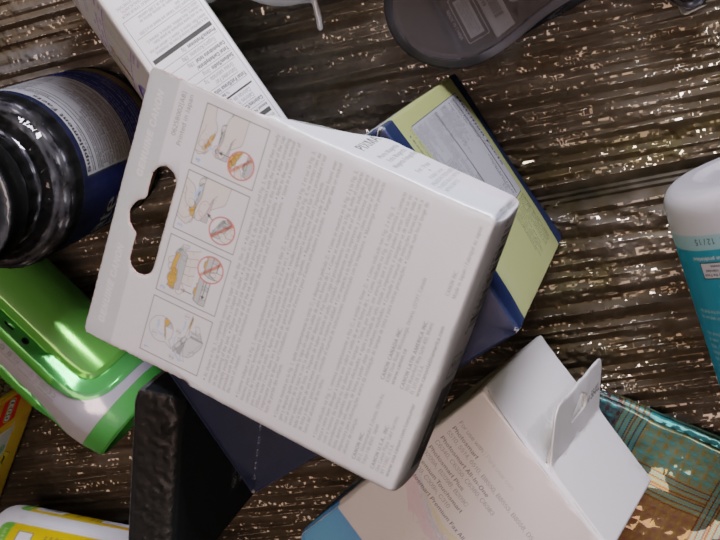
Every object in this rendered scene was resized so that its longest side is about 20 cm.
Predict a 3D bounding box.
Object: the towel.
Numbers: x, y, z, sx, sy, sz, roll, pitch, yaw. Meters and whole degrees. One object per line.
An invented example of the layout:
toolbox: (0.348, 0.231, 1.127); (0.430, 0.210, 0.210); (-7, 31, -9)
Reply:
towel: (0.220, 0.178, 0.878); (0.198, 0.022, 0.148); (23, 111, 9)

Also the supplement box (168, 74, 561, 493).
supplement box: (0.000, 0.000, 0.794); (0.199, 0.200, 0.135); (-33, 95, 23)

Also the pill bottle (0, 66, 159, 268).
pill bottle: (-0.217, -0.067, 0.841); (0.110, 0.200, 0.114); (5, 108, 15)

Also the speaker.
speaker: (-0.238, 0.041, 0.942); (0.200, 0.088, 0.089); (43, 113, 1)

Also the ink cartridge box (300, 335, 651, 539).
ink cartridge box: (0.087, 0.148, 0.838); (0.200, 0.128, 0.126); (-41, 84, 27)

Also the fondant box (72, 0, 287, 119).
fondant box: (-0.118, -0.134, 0.819); (0.058, 0.144, 0.201); (-35, 94, -8)

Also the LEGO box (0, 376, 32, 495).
LEGO box: (-0.334, 0.160, 0.972); (0.076, 0.149, 0.202); (27, 111, 8)

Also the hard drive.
hard drive: (-0.098, 0.111, 0.857); (0.032, 0.200, 0.142); (11, 109, 13)

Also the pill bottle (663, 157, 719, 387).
pill bottle: (0.263, 0.029, 0.772); (0.109, 0.111, 0.203); (-16, 100, 20)

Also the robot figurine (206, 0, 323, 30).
robot figurine: (-0.068, -0.247, 0.789); (0.200, 0.113, 0.170); (46, 118, 0)

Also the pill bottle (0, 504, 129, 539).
pill bottle: (-0.190, 0.252, 0.975); (0.197, 0.111, 0.113); (8, 108, 15)

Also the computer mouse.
computer mouse: (0.109, -0.192, 0.790); (0.198, 0.053, 0.140); (-24, 96, 9)

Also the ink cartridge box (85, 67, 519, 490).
ink cartridge box: (-0.035, 0.000, 0.676); (0.198, 0.057, 0.164); (26, 112, 17)
